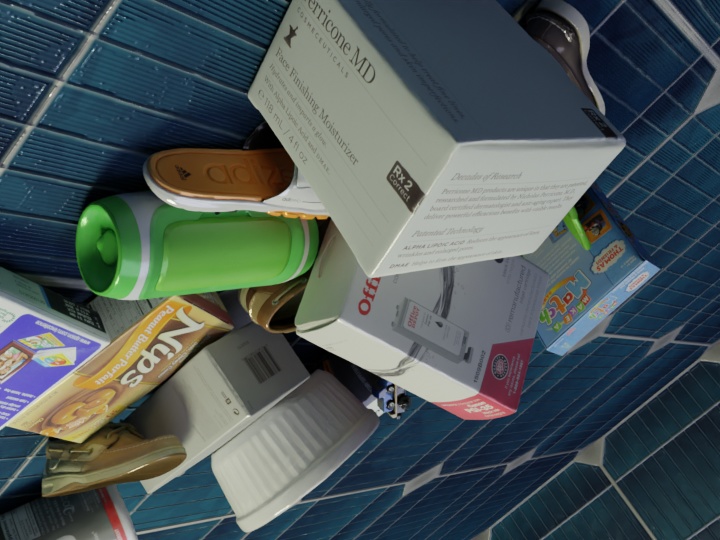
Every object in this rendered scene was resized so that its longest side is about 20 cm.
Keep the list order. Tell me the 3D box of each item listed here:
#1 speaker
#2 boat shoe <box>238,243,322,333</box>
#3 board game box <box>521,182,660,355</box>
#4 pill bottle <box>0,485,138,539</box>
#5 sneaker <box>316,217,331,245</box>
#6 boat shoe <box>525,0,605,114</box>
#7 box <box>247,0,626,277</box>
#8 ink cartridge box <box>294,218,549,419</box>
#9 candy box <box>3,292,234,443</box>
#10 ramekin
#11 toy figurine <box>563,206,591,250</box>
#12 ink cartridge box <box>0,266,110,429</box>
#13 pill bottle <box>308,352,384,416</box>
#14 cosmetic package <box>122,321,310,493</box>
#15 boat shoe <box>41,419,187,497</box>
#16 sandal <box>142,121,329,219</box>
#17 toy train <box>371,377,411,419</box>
[{"bbox_3d":[-0.132,-0.024,0.765,0.199,0.089,0.089,-6,142,-44],"label":"speaker"},{"bbox_3d":[-0.016,0.010,0.877,0.199,0.074,0.076,-24,130,-11],"label":"boat shoe"},{"bbox_3d":[0.237,-0.024,1.061,0.036,0.201,0.151,23,121,-38],"label":"board game box"},{"bbox_3d":[-0.366,0.322,1.041,0.199,0.114,0.114,-23,152,-23],"label":"pill bottle"},{"bbox_3d":[0.000,0.000,0.966,0.070,0.076,0.200,-31,153,-7],"label":"sneaker"},{"bbox_3d":[0.192,-0.178,0.884,0.060,0.072,0.200,-52,151,-9],"label":"boat shoe"},{"bbox_3d":[0.055,-0.117,0.694,0.199,0.199,0.131,-8,143,-42],"label":"box"},{"bbox_3d":[0.059,0.029,0.819,0.199,0.147,0.083,29,156,-23],"label":"ink cartridge box"},{"bbox_3d":[-0.231,0.078,0.854,0.200,0.055,0.115,-37,154,5],"label":"candy box"},{"bbox_3d":[-0.082,0.199,1.041,0.202,0.094,0.202,-39,178,-2],"label":"ramekin"},{"bbox_3d":[0.132,-0.046,0.971,0.183,0.151,0.200,-29,177,11],"label":"toy figurine"},{"bbox_3d":[-0.339,0.074,0.719,0.200,0.044,0.198,-39,147,8],"label":"ink cartridge box"},{"bbox_3d":[-0.046,0.180,1.184,0.200,0.107,0.106,-40,153,11],"label":"pill bottle"},{"bbox_3d":[-0.159,0.141,0.945,0.200,0.085,0.107,-38,175,35],"label":"cosmetic package"},{"bbox_3d":[-0.256,0.184,0.918,0.199,0.065,0.072,-20,162,36],"label":"boat shoe"},{"bbox_3d":[-0.072,-0.086,0.736,0.206,0.079,0.059,-7,146,-40],"label":"sandal"},{"bbox_3d":[0.034,0.087,1.086,0.045,0.034,0.202,-9,107,-21],"label":"toy train"}]
